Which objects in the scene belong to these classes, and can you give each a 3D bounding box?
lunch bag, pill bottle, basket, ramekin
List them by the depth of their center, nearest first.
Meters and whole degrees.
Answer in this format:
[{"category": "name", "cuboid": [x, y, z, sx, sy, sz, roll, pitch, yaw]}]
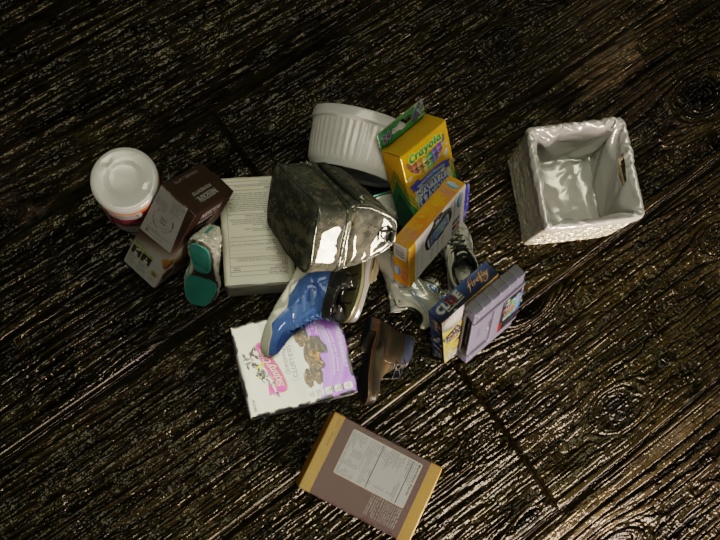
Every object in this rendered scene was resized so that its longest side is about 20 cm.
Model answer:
[{"category": "lunch bag", "cuboid": [-0.049, -0.097, 1.408, 0.167, 0.200, 0.140, -3, 121, -30]}, {"category": "pill bottle", "cuboid": [-0.400, -0.131, 1.465, 0.113, 0.200, 0.115, 1, 79, -6]}, {"category": "ramekin", "cuboid": [-0.003, -0.225, 1.535, 0.198, 0.200, 0.106, 15, 88, -3]}, {"category": "basket", "cuboid": [0.403, -0.164, 1.580, 0.198, 0.161, 0.200, -7, 79, -7]}]

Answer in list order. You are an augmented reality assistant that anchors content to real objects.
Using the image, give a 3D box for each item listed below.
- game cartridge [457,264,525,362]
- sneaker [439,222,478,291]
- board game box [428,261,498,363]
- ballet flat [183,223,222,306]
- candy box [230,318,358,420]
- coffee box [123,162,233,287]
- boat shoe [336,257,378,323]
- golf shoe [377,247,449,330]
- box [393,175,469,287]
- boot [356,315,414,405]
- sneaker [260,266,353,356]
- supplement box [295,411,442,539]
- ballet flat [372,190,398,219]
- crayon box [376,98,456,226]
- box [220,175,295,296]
[{"category": "game cartridge", "cuboid": [0.234, 0.081, 1.489, 0.129, 0.200, 0.038, -34, 64, -16]}, {"category": "sneaker", "cuboid": [0.189, -0.035, 1.569, 0.075, 0.088, 0.202, -15, 79, -7]}, {"category": "board game box", "cuboid": [0.185, 0.079, 1.488, 0.135, 0.200, 0.035, -40, 66, -13]}, {"category": "ballet flat", "cuboid": [-0.269, -0.011, 1.471, 0.071, 0.200, 0.072, 8, 55, -11]}, {"category": "candy box", "cuboid": [-0.121, 0.164, 1.501, 0.198, 0.072, 0.169, -13, 81, -10]}, {"category": "coffee box", "cuboid": [-0.319, -0.077, 1.451, 0.080, 0.200, 0.114, 41, 40, 4]}, {"category": "boat shoe", "cuboid": [0.000, 0.000, 1.496, 0.068, 0.074, 0.202, 19, 78, -46]}, {"category": "golf shoe", "cuboid": [0.073, 0.028, 1.552, 0.200, 0.078, 0.097, 38, 83, 4]}, {"category": "box", "cuboid": [0.129, -0.077, 1.488, 0.041, 0.119, 0.200, 29, 61, 21]}, {"category": "boot", "cuboid": [0.050, 0.167, 1.485, 0.096, 0.075, 0.201, 18, 40, -11]}, {"category": "sneaker", "cuboid": [-0.086, 0.076, 1.430, 0.111, 0.077, 0.201, 28, 88, 10]}, {"category": "supplement box", "cuboid": [0.008, 0.348, 1.414, 0.199, 0.197, 0.134, 28, 77, 1]}, {"category": "ballet flat", "cuboid": [0.075, -0.131, 1.581, 0.199, 0.069, 0.070, -23, 82, -22]}, {"category": "crayon box", "cuboid": [0.107, -0.186, 1.490, 0.051, 0.201, 0.126, 24, 55, 40]}, {"category": "box", "cuboid": [-0.189, -0.062, 1.521, 0.127, 0.109, 0.202, -3, 79, -8]}]
